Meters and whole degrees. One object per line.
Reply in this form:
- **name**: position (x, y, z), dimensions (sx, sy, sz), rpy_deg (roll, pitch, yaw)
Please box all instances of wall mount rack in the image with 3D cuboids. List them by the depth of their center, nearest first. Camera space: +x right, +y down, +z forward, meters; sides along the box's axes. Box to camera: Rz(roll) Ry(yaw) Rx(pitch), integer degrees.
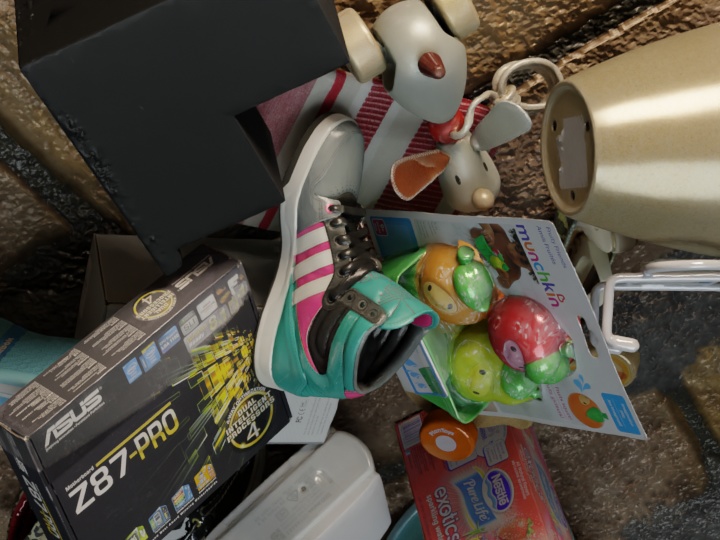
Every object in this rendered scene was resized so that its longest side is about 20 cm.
- **wall mount rack**: position (0.254, 0.033, 1.325), dimensions (0.173, 0.075, 0.200), rpy_deg (1, 177, 3)

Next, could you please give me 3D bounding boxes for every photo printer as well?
- **photo printer**: position (-0.051, 0.225, 1.542), dimensions (0.166, 0.069, 0.200), rpy_deg (-42, 161, -12)

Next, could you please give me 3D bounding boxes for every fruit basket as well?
- **fruit basket**: position (0.095, 0.042, 1.323), dimensions (0.094, 0.200, 0.186), rpy_deg (-38, 117, -25)

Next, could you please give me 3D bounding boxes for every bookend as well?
- **bookend**: position (-0.087, -0.128, 1.199), dimensions (0.199, 0.092, 0.199), rpy_deg (-24, 133, 9)

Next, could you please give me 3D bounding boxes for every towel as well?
- **towel**: position (-0.004, -0.081, 1.344), dimensions (0.199, 0.023, 0.144), rpy_deg (10, 129, -27)

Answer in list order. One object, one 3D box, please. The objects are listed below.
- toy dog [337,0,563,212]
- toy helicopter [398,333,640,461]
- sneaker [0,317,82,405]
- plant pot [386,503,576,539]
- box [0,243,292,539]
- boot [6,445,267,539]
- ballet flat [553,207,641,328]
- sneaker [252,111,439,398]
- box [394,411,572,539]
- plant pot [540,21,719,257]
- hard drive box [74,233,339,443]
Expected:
- **toy dog**: position (0.061, -0.110, 1.260), dimensions (0.132, 0.096, 0.200), rpy_deg (-44, 128, 13)
- **toy helicopter**: position (0.121, 0.071, 1.462), dimensions (0.199, 0.079, 0.133), rpy_deg (-8, 126, 27)
- **sneaker**: position (-0.251, 0.109, 1.358), dimensions (0.199, 0.080, 0.131), rpy_deg (13, 126, 25)
- **plant pot**: position (0.143, 0.310, 1.674), dimensions (0.200, 0.201, 0.196), rpy_deg (-31, 142, 15)
- **box**: position (-0.145, 0.102, 1.283), dimensions (0.200, 0.049, 0.162), rpy_deg (-40, 134, -28)
- **boot**: position (-0.183, 0.186, 1.528), dimensions (0.153, 0.074, 0.204), rpy_deg (21, 124, -29)
- **ballet flat**: position (0.178, -0.022, 1.420), dimensions (0.069, 0.071, 0.200), rpy_deg (-5, 136, -21)
- **sneaker**: position (0.000, 0.000, 1.275), dimensions (0.084, 0.120, 0.201), rpy_deg (-6, 110, -56)
- **box**: position (0.110, 0.202, 1.535), dimensions (0.102, 0.200, 0.095), rpy_deg (-28, 134, 11)
- **plant pot**: position (0.233, -0.088, 1.273), dimensions (0.199, 0.188, 0.188), rpy_deg (-4, 136, -18)
- **hard drive box**: position (-0.111, 0.055, 1.410), dimensions (0.199, 0.077, 0.156), rpy_deg (2, 134, -19)
